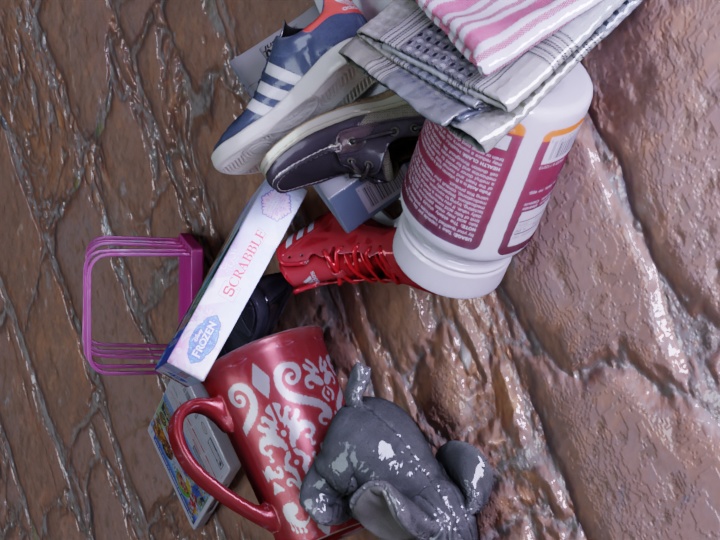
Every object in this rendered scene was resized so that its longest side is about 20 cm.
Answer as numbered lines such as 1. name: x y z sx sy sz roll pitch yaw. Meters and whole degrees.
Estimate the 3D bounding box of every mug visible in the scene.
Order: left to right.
1. mug: -0.082 0.180 1.631 0.133 0.177 0.200 63 -177 -77

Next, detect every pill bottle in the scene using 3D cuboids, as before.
1. pill bottle: 0.097 -0.081 1.292 0.114 0.114 0.200 55 142 35

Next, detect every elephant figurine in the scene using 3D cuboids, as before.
1. elephant figurine: 0.055 0.208 1.468 0.200 0.155 0.142 32 83 39

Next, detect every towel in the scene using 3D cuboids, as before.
1. towel: 0.098 -0.191 1.200 0.193 0.200 0.035 39 171 45
2. towel: 0.105 -0.230 1.191 0.030 0.146 0.200 52 -176 -42

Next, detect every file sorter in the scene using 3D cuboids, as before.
1. file sorter: -0.241 0.035 1.806 0.200 0.125 0.139 -149 60 -79

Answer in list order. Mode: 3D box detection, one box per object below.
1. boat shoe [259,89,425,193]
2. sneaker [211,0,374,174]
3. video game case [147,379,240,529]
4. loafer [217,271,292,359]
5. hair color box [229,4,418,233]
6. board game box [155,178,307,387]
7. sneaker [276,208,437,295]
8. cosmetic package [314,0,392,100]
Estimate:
1. boat shoe: 0.014 -0.104 1.368 0.072 0.200 0.065 51 -162 -71
2. sneaker: -0.060 -0.158 1.395 0.200 0.075 0.085 -36 63 34
3. video game case: -0.198 0.207 1.942 0.143 0.018 0.200 62 151 19
4. loafer: -0.119 0.066 1.764 0.072 0.063 0.200 52 147 14
5. hair color box: -0.026 -0.139 1.481 0.200 0.099 0.061 55 177 35
6. board game box: -0.127 0.014 1.574 0.200 0.041 0.200 -62 7 -10
7. sneaker: 0.000 0.000 1.462 0.200 0.115 0.078 26 144 61
8. cosmetic package: 0.020 -0.243 1.404 0.113 0.081 0.200 -46 59 54
